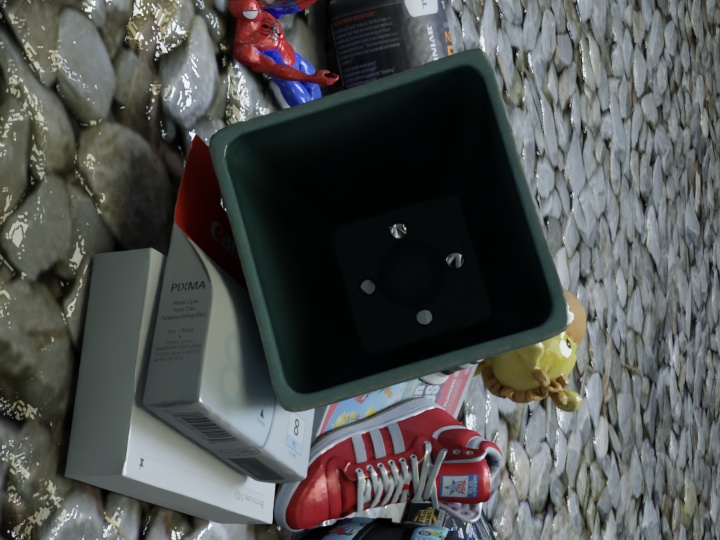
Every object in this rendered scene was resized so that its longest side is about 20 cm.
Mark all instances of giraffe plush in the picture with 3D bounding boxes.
[{"bbox_3d":[0.143,0.055,1.334,0.172,0.162,0.201,8,103,-44],"label":"giraffe plush"}]

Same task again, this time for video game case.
[{"bbox_3d":[0.025,0.121,1.204,0.200,0.017,0.143,5,109,-52],"label":"video game case"}]

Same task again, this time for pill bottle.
[{"bbox_3d":[0.031,-0.197,1.253,0.106,0.106,0.201,-25,105,-63],"label":"pill bottle"}]

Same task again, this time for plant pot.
[{"bbox_3d":[0.027,-0.011,0.991,0.200,0.195,0.197,54,19,-78],"label":"plant pot"}]

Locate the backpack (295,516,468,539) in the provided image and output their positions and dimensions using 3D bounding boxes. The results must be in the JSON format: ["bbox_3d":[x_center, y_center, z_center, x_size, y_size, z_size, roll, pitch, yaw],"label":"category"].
[{"bbox_3d":[0.012,0.279,1.107,0.200,0.182,0.135,-45,137,-72],"label":"backpack"}]

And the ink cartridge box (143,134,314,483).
[{"bbox_3d":[-0.076,0.028,0.962,0.160,0.047,0.201,47,45,-55],"label":"ink cartridge box"}]

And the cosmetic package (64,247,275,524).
[{"bbox_3d":[-0.121,0.088,0.971,0.200,0.052,0.151,37,51,-59],"label":"cosmetic package"}]

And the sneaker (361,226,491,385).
[{"bbox_3d":[0.054,-0.011,1.129,0.201,0.115,0.076,56,33,-10],"label":"sneaker"}]

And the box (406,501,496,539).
[{"bbox_3d":[0.088,0.330,1.397,0.199,0.050,0.200,-69,146,-40],"label":"box"}]

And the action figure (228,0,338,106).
[{"bbox_3d":[-0.035,-0.165,1.136,0.200,0.099,0.065,46,46,-51],"label":"action figure"}]

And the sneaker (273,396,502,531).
[{"bbox_3d":[0.031,0.173,1.133,0.200,0.112,0.071,-25,129,-40],"label":"sneaker"}]
